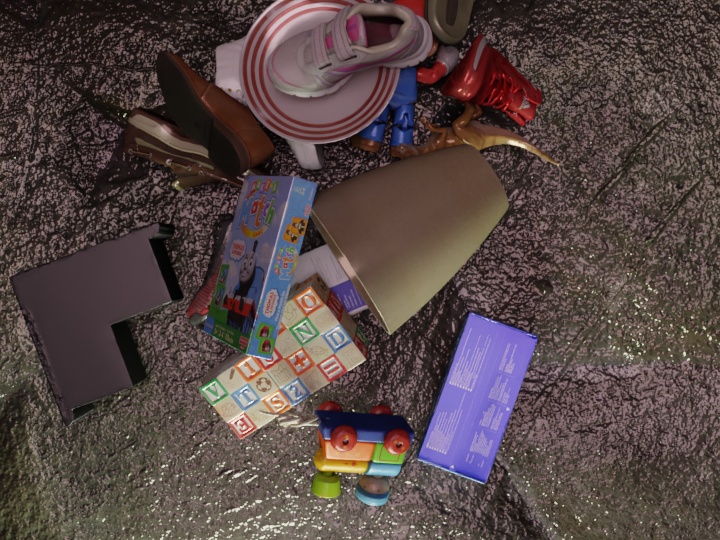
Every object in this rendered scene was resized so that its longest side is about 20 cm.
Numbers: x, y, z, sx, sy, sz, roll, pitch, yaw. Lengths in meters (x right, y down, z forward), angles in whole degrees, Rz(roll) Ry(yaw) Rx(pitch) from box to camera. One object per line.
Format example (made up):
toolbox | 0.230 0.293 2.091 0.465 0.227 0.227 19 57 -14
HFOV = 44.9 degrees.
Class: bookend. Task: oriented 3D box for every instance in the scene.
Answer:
bookend | -0.306 0.064 1.113 0.200 0.092 0.199 -21 91 1

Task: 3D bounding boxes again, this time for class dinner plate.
dinner plate | -0.049 -0.250 1.068 0.200 0.024 0.200 -1 83 9

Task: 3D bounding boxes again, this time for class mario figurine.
mario figurine | 0.049 -0.248 1.120 0.106 0.123 0.200 21 101 43

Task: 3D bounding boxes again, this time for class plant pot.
plant pot | 0.066 -0.056 1.023 0.200 0.187 0.187 -32 89 -3

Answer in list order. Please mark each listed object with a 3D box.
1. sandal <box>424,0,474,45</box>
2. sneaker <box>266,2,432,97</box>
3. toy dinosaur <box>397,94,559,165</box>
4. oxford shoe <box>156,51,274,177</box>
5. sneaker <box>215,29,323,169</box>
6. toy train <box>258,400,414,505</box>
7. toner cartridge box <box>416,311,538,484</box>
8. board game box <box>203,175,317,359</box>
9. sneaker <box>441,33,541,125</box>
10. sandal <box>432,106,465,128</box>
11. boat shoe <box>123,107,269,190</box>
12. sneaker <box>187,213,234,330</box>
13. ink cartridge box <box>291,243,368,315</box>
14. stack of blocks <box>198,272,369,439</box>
sandal | 0.125 -0.375 1.060 0.080 0.057 0.201 6 85 -30
sneaker | -0.018 -0.265 1.009 0.200 0.088 0.081 -18 80 5
toy dinosaur | 0.140 -0.172 1.100 0.200 0.060 0.106 -7 91 -6
oxford shoe | -0.182 -0.198 1.075 0.071 0.071 0.200 -29 71 -36
sneaker | -0.122 -0.209 1.120 0.115 0.074 0.200 -18 81 4
toy train | -0.041 0.231 1.090 0.200 0.085 0.116 7 105 -19
toner cartridge box | 0.149 0.161 1.122 0.095 0.043 0.200 20 91 3
board game box | -0.119 -0.010 1.010 0.037 0.151 0.200 17 88 -28
sneaker | 0.170 -0.223 1.048 0.115 0.200 0.078 35 119 -3
sandal | 0.128 -0.113 1.127 0.075 0.045 0.200 -2 76 -3
boat shoe | -0.214 -0.136 1.122 0.202 0.075 0.075 27 100 13
sneaker | -0.163 -0.017 1.118 0.098 0.071 0.200 41 89 1
ink cartridge box | 0.000 0.000 1.129 0.200 0.039 0.100 -22 90 0
stack of blocks | -0.103 0.108 1.092 0.200 0.059 0.115 -34 101 14
